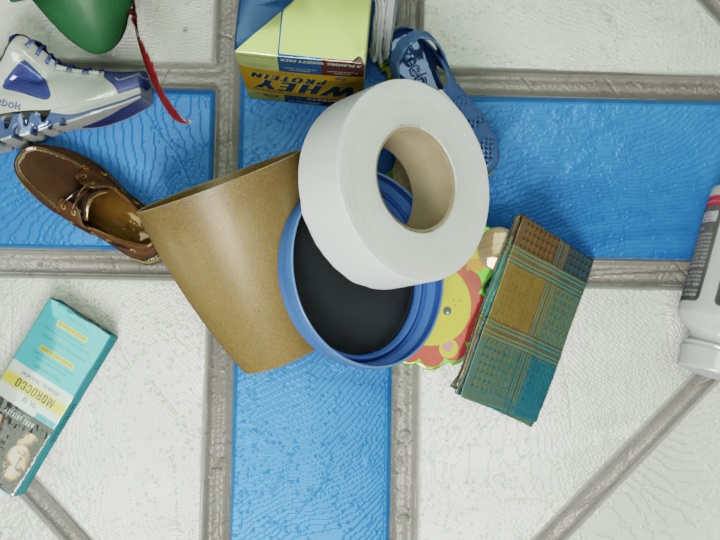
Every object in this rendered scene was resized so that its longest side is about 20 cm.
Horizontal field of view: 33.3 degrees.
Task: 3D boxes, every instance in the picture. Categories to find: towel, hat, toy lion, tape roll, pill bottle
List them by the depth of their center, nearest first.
[{"bbox_3d":[0.036,-0.086,1.207,0.200,0.070,0.206,7,78,-36],"label":"tape roll"},{"bbox_3d":[0.038,-0.341,1.283,0.023,0.147,0.203,10,65,1],"label":"towel"},{"bbox_3d":[0.177,0.057,1.303,0.146,0.022,0.203,26,81,-42],"label":"towel"},{"bbox_3d":[0.408,0.017,1.306,0.109,0.111,0.203,17,85,0],"label":"pill bottle"},{"bbox_3d":[-0.273,-0.253,1.321,0.163,0.201,0.178,-17,117,15],"label":"hat"},{"bbox_3d":[0.069,-0.001,1.330,0.200,0.069,0.192,42,93,2],"label":"toy lion"}]

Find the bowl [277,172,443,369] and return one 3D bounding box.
[{"bbox_3d":[0.000,0.000,1.234,0.198,0.039,0.204,7,78,-37],"label":"bowl"}]

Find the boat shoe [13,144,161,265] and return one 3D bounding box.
[{"bbox_3d":[-0.294,-0.079,1.320,0.199,0.068,0.073,33,86,2],"label":"boat shoe"}]

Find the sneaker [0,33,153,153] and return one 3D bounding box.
[{"bbox_3d":[-0.336,-0.209,1.324,0.196,0.081,0.117,-15,88,-1],"label":"sneaker"}]

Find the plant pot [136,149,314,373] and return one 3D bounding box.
[{"bbox_3d":[-0.114,-0.002,1.276,0.184,0.186,0.203,-21,98,-3],"label":"plant pot"}]

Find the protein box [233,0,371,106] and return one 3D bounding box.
[{"bbox_3d":[-0.053,-0.295,1.276,0.132,0.200,0.202,5,85,-1],"label":"protein box"}]

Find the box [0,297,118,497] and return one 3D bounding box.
[{"bbox_3d":[-0.353,0.137,1.311,0.082,0.049,0.202,30,85,1],"label":"box"}]

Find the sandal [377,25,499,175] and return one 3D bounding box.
[{"bbox_3d":[0.084,-0.188,1.329,0.079,0.087,0.201,-36,89,-6],"label":"sandal"}]
